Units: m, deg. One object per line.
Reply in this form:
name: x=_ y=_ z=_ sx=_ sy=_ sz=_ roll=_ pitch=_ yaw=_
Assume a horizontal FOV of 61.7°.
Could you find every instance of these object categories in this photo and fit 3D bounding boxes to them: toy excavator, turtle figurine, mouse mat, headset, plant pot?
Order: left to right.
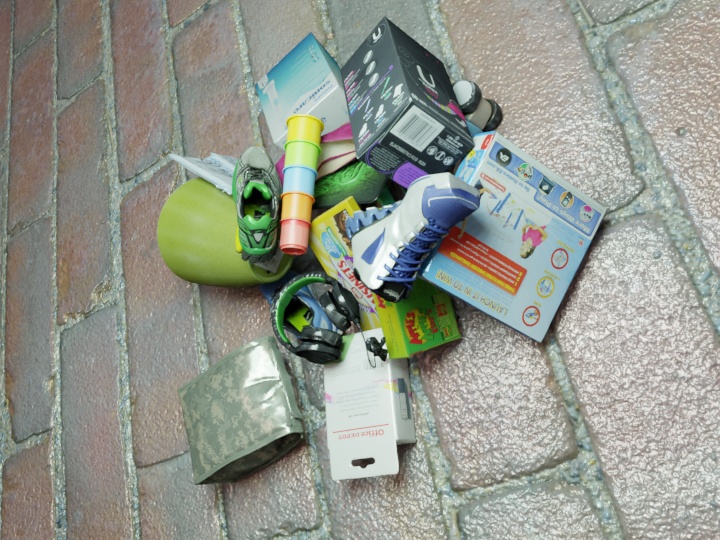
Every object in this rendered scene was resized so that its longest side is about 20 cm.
plant pot: x=-0.202 y=-0.048 z=0.990 sx=0.198 sy=0.186 sz=0.190 roll=17 pitch=84 yaw=43
headset: x=-0.046 y=0.076 z=0.860 sx=0.198 sy=0.094 sz=0.125 roll=27 pitch=81 yaw=25
turtle figurine: x=-0.016 y=-0.094 z=0.971 sx=0.198 sy=0.101 sz=0.151 roll=-20 pitch=34 yaw=38
mouse mat: x=-0.013 y=-0.162 z=0.942 sx=0.198 sy=0.008 sz=0.162 roll=-1 pitch=55 yaw=48
toy excavator: x=0.092 y=-0.216 z=0.953 sx=0.194 sy=0.099 sz=0.202 roll=39 pitch=104 yaw=34

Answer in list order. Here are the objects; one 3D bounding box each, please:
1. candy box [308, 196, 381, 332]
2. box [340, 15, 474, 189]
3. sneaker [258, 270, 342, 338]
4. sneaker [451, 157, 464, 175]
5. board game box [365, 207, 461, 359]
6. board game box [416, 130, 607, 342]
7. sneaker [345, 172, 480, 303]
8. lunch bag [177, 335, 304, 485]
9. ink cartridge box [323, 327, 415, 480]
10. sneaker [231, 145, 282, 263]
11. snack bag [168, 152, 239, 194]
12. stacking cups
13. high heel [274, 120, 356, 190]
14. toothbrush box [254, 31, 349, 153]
candy box: x=0.000 y=0.000 z=0.896 sx=0.102 sy=0.026 sz=0.201 roll=-26 pitch=101 yaw=37
box: x=0.057 y=-0.222 z=0.809 sx=0.106 sy=0.121 sz=0.202 roll=-41 pitch=41 yaw=32
sneaker: x=-0.112 y=0.051 z=0.984 sx=0.199 sy=0.089 sz=0.079 roll=38 pitch=95 yaw=39
sneaker: x=0.189 y=-0.079 z=0.868 sx=0.114 sy=0.075 sz=0.204 roll=3 pitch=87 yaw=25
board game box: x=0.066 y=0.011 z=0.847 sx=0.047 sy=0.100 sz=0.203 roll=-19 pitch=85 yaw=57
board game box: x=0.191 y=-0.040 z=0.778 sx=0.198 sy=0.198 sz=0.056 roll=-62 pitch=19 yaw=-1
sneaker: x=0.057 y=-0.026 z=0.710 sx=0.198 sy=0.080 sz=0.117 roll=-22 pitch=60 yaw=46
lunch bag: x=-0.178 y=0.221 z=0.956 sx=0.199 sy=0.117 sz=0.166 roll=-34 pitch=60 yaw=22
ink cartridge box: x=0.012 y=0.196 z=0.881 sx=0.116 sy=0.067 sz=0.203 roll=-15 pitch=67 yaw=26
sneaker: x=-0.146 y=-0.113 z=0.879 sx=0.077 sy=0.086 sz=0.202 roll=0 pitch=52 yaw=-15
snack bag: x=-0.208 y=-0.167 z=1.049 sx=0.187 sy=0.199 sz=0.022 roll=31 pitch=110 yaw=33
stacking cups: x=-0.091 y=-0.124 z=0.889 sx=0.060 sy=0.060 sz=0.203 roll=-2 pitch=76 yaw=29
high heel: x=-0.065 y=-0.167 z=0.941 sx=0.198 sy=0.068 sz=0.096 roll=-28 pitch=26 yaw=6
toothbrush box: x=-0.093 y=-0.299 z=1.058 sx=0.146 sy=0.085 sz=0.201 roll=-38 pitch=45 yaw=15
